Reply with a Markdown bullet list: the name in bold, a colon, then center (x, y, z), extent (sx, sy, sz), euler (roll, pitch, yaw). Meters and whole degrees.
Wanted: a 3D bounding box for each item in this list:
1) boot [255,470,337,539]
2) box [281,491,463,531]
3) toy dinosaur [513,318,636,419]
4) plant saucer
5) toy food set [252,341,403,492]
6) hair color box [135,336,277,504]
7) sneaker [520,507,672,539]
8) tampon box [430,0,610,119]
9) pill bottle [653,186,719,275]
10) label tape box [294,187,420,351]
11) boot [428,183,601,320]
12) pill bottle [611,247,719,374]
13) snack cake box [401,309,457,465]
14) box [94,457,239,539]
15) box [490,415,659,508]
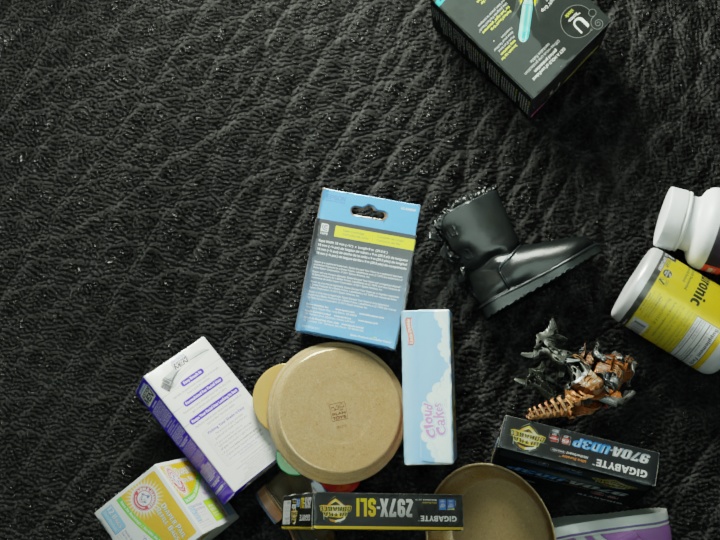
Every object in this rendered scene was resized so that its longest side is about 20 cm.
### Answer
- **boot**: center (-0.046, 0.345, 1.513), extent (0.097, 0.075, 0.200), euler (-44, 80, 4)
- **box**: center (0.013, 0.311, 1.433), extent (0.198, 0.160, 0.050), euler (5, 74, -17)
- **toy dinosaur**: center (0.281, 0.141, 1.454), extent (0.135, 0.199, 0.103), euler (34, 109, 30)
- **plant saucer**: center (0.177, 0.353, 1.473), extent (0.199, 0.035, 0.202), euler (0, 89, 37)
- **toy food set**: center (-0.034, 0.197, 1.516), extent (0.199, 0.049, 0.199), euler (-26, 79, -16)
- **hair color box**: center (-0.202, 0.204, 1.526), extent (0.109, 0.065, 0.200), euler (-34, 81, -34)
- **sneaker**: center (0.313, 0.381, 1.473), extent (0.199, 0.073, 0.115), euler (-6, 87, 6)
- **tampon box**: center (0.215, -0.338, 1.523), extent (0.150, 0.126, 0.200), euler (-44, 83, 1)
- **pill bottle**: center (0.496, -0.044, 1.472), extent (0.199, 0.111, 0.112), euler (17, 87, 8)
- **label tape box**: center (0.000, 0.000, 1.546), extent (0.143, 0.063, 0.202), euler (11, 86, 7)
- **boot**: center (0.207, -0.043, 1.527), extent (0.197, 0.073, 0.163), euler (-29, 79, 3)
- **pill bottle**: center (0.441, 0.066, 1.467), extent (0.199, 0.111, 0.112), euler (32, 89, 8)
- **snack cake box**: center (0.093, 0.155, 1.495), extent (0.067, 0.115, 0.202), euler (-2, 85, 6)
- **box**: center (-0.251, 0.323, 1.473), extent (0.101, 0.200, 0.113), euler (-38, 82, 1)
- **box**: center (0.271, 0.249, 1.442), extent (0.198, 0.159, 0.046), euler (13, 69, 7)
